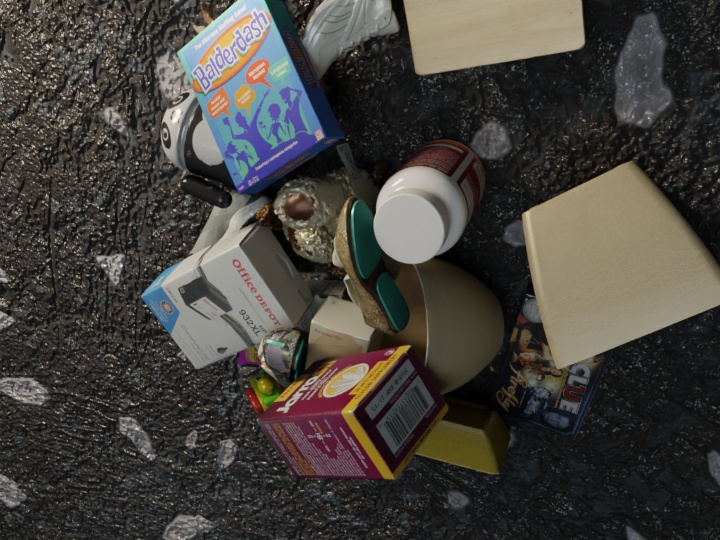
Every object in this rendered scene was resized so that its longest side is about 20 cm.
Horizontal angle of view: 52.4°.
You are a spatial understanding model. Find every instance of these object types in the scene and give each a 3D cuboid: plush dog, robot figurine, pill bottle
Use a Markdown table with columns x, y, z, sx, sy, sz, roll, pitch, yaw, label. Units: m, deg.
| x | y | z | sx | sy | sz | roll | pitch | yaw | label |
| --- | --- | --- | --- | --- | --- | --- | --- | --- | --- |
| -0.042 | -0.070 | 1.015 | 0.200 | 0.161 | 0.171 | 39 | 142 | -23 | plush dog |
| -0.177 | -0.178 | 1.012 | 0.199 | 0.151 | 0.125 | 21 | 134 | 10 | robot figurine |
| 0.085 | -0.086 | 0.912 | 0.112 | 0.200 | 0.114 | 8 | 116 | 17 | pill bottle |

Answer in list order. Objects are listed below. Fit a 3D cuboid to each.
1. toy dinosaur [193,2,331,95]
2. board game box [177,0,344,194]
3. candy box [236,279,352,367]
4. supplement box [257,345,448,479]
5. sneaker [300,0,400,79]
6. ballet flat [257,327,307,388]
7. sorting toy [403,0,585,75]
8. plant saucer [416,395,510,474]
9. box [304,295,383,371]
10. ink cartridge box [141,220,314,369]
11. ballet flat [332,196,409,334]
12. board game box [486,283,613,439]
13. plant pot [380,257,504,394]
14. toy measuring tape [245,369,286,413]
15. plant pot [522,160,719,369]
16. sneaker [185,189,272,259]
| x | y | z | sx | sy | sz | roll | pitch | yaw | label |
| --- | --- | --- | --- | --- | --- | --- | --- | --- | --- |
| -0.146 | -0.285 | 0.973 | 0.198 | 0.086 | 0.137 | 8 | 114 | 15 | toy dinosaur |
| -0.125 | -0.217 | 0.895 | 0.152 | 0.045 | 0.201 | -27 | 85 | 31 | board game box |
| -0.102 | 0.084 | 1.142 | 0.198 | 0.061 | 0.137 | 3 | 115 | 20 | candy box |
| -0.012 | 0.180 | 0.918 | 0.199 | 0.131 | 0.104 | -18 | 109 | 47 | supplement box |
| -0.004 | -0.307 | 0.901 | 0.099 | 0.078 | 0.201 | 32 | 105 | -7 | sneaker |
| -0.110 | 0.124 | 1.042 | 0.072 | 0.072 | 0.201 | 26 | 161 | 8 | ballet flat |
| 0.150 | -0.346 | 0.845 | 0.199 | 0.070 | 0.200 | -3 | 112 | 22 | sorting toy |
| 0.116 | 0.219 | 1.058 | 0.199 | 0.200 | 0.049 | 11 | 96 | 15 | plant saucer |
| -0.029 | 0.148 | 1.063 | 0.094 | 0.078 | 0.201 | 15 | 121 | 13 | box |
| -0.192 | 0.039 | 1.065 | 0.199 | 0.084 | 0.146 | -24 | 109 | 28 | ink cartridge box |
| 0.000 | 0.000 | 0.905 | 0.065 | 0.071 | 0.201 | 2 | 127 | 34 | ballet flat |
| 0.272 | 0.132 | 1.038 | 0.135 | 0.035 | 0.201 | 18 | 118 | 12 | board game box |
| 0.116 | 0.076 | 1.002 | 0.133 | 0.201 | 0.202 | 0 | 119 | -17 | plant pot |
| -0.144 | 0.211 | 1.193 | 0.073 | 0.074 | 0.200 | 17 | 153 | 13 | toy measuring tape |
| 0.294 | -0.017 | 0.867 | 0.199 | 0.200 | 0.178 | -27 | 84 | 19 | plant pot |
| -0.203 | -0.067 | 1.114 | 0.200 | 0.074 | 0.080 | -39 | 73 | 33 | sneaker |
